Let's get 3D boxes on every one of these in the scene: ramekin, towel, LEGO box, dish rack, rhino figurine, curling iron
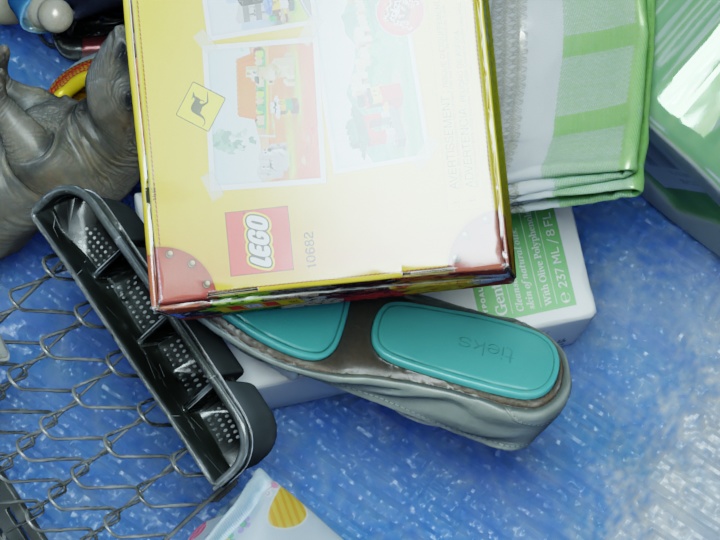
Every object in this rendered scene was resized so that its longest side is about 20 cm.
[{"bbox_3d":[0.165,-0.084,1.337,0.200,0.200,0.098,42,86,8],"label":"ramekin"},{"bbox_3d":[0.036,-0.092,1.283,0.199,0.031,0.150,-8,66,29],"label":"towel"},{"bbox_3d":[-0.019,-0.087,1.207,0.148,0.077,0.201,-6,86,6],"label":"LEGO box"},{"bbox_3d":[-0.139,0.076,1.310,0.200,0.054,0.154,-43,72,25],"label":"dish rack"},{"bbox_3d":[-0.148,-0.058,1.323,0.199,0.060,0.088,-25,115,27],"label":"rhino figurine"},{"bbox_3d":[-0.059,-0.122,1.421,0.199,0.026,0.050,3,79,-2],"label":"curling iron"}]

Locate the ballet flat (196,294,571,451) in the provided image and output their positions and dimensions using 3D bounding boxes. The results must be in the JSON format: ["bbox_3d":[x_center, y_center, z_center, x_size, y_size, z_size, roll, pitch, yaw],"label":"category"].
[{"bbox_3d":[-0.006,0.033,1.284,0.199,0.064,0.068,20,56,-3],"label":"ballet flat"}]

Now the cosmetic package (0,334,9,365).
[{"bbox_3d":[-0.267,0.041,1.304,0.200,0.071,0.106,-32,76,23],"label":"cosmetic package"}]

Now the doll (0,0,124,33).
[{"bbox_3d":[-0.101,-0.144,1.342,0.199,0.136,0.049,-9,108,32],"label":"doll"}]

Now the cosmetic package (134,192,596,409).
[{"bbox_3d":[0.000,0.000,1.364,0.199,0.085,0.108,-13,81,-6],"label":"cosmetic package"}]

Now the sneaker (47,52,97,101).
[{"bbox_3d":[-0.052,-0.076,1.378,0.199,0.077,0.073,-9,105,0],"label":"sneaker"}]

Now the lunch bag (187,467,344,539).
[{"bbox_3d":[-0.056,0.220,1.282,0.169,0.127,0.200,40,68,0],"label":"lunch bag"}]
